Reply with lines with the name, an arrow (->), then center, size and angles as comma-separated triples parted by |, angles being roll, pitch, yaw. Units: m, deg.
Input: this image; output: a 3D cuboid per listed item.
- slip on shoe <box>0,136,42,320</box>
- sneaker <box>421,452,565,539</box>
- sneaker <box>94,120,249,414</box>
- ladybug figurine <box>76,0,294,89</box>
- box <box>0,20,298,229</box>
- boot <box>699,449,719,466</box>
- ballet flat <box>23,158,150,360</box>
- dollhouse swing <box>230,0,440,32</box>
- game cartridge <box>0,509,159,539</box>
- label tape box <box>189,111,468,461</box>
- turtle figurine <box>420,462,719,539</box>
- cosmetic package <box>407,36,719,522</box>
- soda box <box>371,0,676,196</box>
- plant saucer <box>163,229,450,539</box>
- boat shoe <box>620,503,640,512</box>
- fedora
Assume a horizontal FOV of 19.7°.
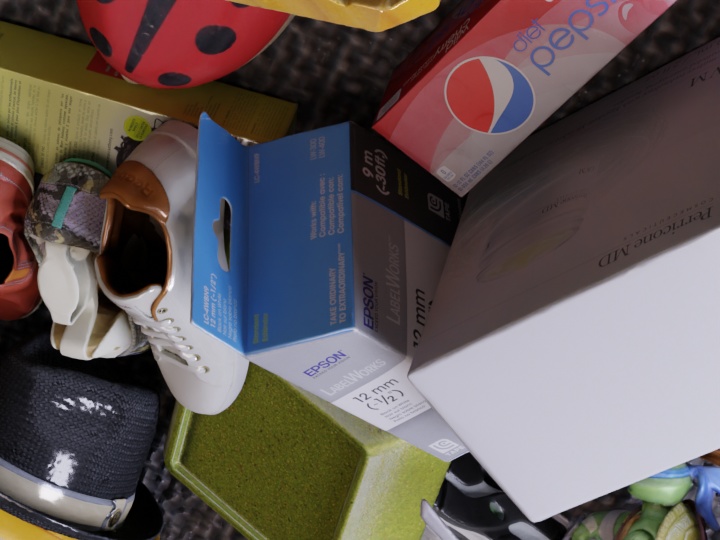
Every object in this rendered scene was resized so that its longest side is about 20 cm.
slip on shoe -> -0.230, -0.014, 1.268 | 0.074, 0.061, 0.200 | 17, 155, 1
sneaker -> 0.033, 0.165, 1.349 | 0.115, 0.076, 0.200 | -34, 115, 33
sneaker -> -0.119, 0.015, 1.198 | 0.073, 0.085, 0.200 | 19, 134, 30
ladybug figurine -> -0.093, -0.170, 1.122 | 0.135, 0.072, 0.200 | 24, 131, -3
box -> -0.141, -0.085, 1.219 | 0.199, 0.050, 0.075 | 16, 131, 5
boot -> 0.244, 0.111, 1.195 | 0.200, 0.069, 0.188 | 35, 166, -10
ballet flat -> -0.169, 0.013, 1.259 | 0.072, 0.072, 0.201 | 10, 148, 9
dollhouse swing -> -0.023, -0.244, 0.976 | 0.199, 0.176, 0.182 | 14, 130, 7
game cartridge -> -0.224, 0.148, 1.365 | 0.200, 0.176, 0.033 | 27, 92, -7
label tape box -> 0.000, 0.000, 1.145 | 0.066, 0.144, 0.200 | -29, 136, 33
turtle figurine -> 0.128, 0.199, 1.218 | 0.199, 0.144, 0.195 | -5, 96, -8
cosmetic package -> 0.153, -0.002, 1.099 | 0.199, 0.200, 0.123 | -27, 116, 32
soda box -> 0.095, -0.130, 1.104 | 0.070, 0.063, 0.200 | 36, 129, -13
plant saucer -> -0.047, 0.107, 1.290 | 0.200, 0.048, 0.200 | 38, 135, 22
boat shoe -> 0.198, 0.224, 1.354 | 0.072, 0.076, 0.200 | 1, 137, 11
fedora -> -0.193, 0.094, 1.320 | 0.200, 0.201, 0.092 | 29, 96, -7
